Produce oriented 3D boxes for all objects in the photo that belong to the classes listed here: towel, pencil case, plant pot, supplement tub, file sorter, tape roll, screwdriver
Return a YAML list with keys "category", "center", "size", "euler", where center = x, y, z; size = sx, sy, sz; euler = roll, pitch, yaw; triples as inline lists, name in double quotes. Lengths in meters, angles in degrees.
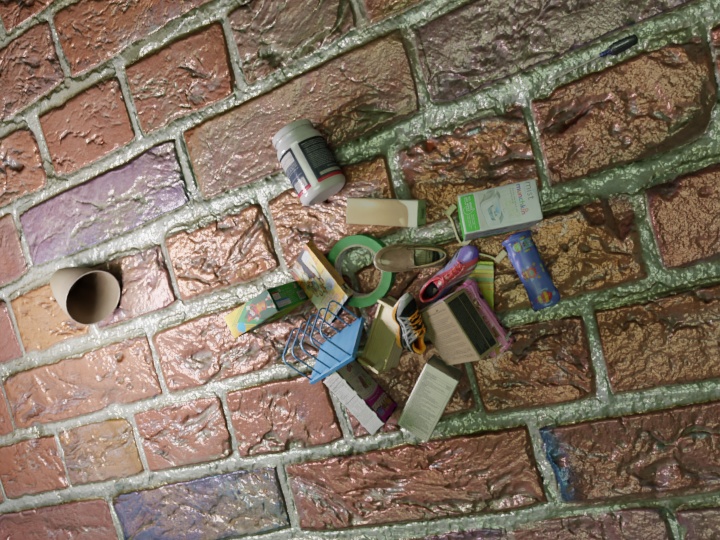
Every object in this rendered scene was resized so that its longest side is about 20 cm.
- category: "towel"
  center: [0.312, 0.074, 1.382]
  size: [0.085, 0.018, 0.203]
  euler: [2, 99, 25]
- category: "pencil case"
  center: [0.312, 0.120, 1.335]
  size: [0.086, 0.083, 0.201]
  euler: [-38, 81, 26]
- category: "pencil case"
  center: [0.425, 0.000, 1.293]
  size: [0.077, 0.087, 0.202]
  euler: [-25, 87, 25]
- category: "plant pot"
  center: [-0.958, 0.062, 1.766]
  size: [0.198, 0.186, 0.190]
  euler: [20, 104, 31]
- category: "supplement tub"
  center: [-0.142, -0.294, 1.428]
  size: [0.139, 0.140, 0.202]
  euler: [-30, 87, 21]
- category: "file sorter"
  center: [-0.104, 0.195, 1.431]
  size: [0.122, 0.140, 0.199]
  euler: [36, 132, -20]
- category: "tape roll"
  center: [0.000, 0.000, 1.466]
  size: [0.197, 0.048, 0.204]
  euler: [3, 98, 19]
- category: "screwdriver"
  center: [0.540, -0.495, 1.212]
  size: [0.197, 0.028, 0.029]
  euler: [-19, 120, 18]

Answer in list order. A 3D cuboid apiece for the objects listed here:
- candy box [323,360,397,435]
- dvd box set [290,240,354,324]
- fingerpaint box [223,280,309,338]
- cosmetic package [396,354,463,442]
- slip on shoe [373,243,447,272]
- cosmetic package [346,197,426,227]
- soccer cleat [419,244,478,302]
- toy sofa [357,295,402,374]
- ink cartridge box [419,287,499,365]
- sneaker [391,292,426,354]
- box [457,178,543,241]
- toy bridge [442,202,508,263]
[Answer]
- category: "candy box"
  center: [0.002, 0.348, 1.467]
  size: [0.200, 0.136, 0.061]
  euler: [47, 109, 9]
- category: "dvd box set"
  center: [-0.113, 0.036, 1.477]
  size: [0.201, 0.029, 0.147]
  euler: [51, 138, 15]
- category: "fingerpaint box"
  center: [-0.266, 0.106, 1.496]
  size: [0.166, 0.200, 0.074]
  euler: [-31, 86, 21]
- category: "cosmetic package"
  center: [0.191, 0.349, 1.424]
  size: [0.103, 0.087, 0.202]
  euler: [29, 107, 15]
- category: "slip on shoe"
  center: [0.133, -0.033, 1.377]
  size: [0.197, 0.061, 0.077]
  euler: [1, 90, 3]
- category: "cosmetic package"
  center: [0.070, -0.157, 1.391]
  size: [0.197, 0.105, 0.072]
  euler: [5, 99, 21]
- category: "soccer cleat"
  center: [0.231, 0.014, 1.359]
  size: [0.067, 0.076, 0.200]
  euler: [49, 118, 8]
- category: "toy sofa"
  center: [0.074, 0.179, 1.452]
  size: [0.082, 0.097, 0.203]
  euler: [27, 107, 33]
- category: "ink cartridge box"
  center: [0.240, 0.148, 1.323]
  size: [0.075, 0.200, 0.166]
  euler: [-30, 86, -19]
- category: "sneaker"
  center: [0.135, 0.139, 1.364]
  size: [0.077, 0.078, 0.202]
  euler: [30, 147, 37]
- category: "box"
  center: [0.323, -0.140, 1.233]
  size: [0.174, 0.200, 0.098]
  euler: [-10, 87, 10]
- category: "toy bridge"
  center: [0.290, -0.090, 1.360]
  size: [0.200, 0.027, 0.067]
  euler: [44, 110, 10]
